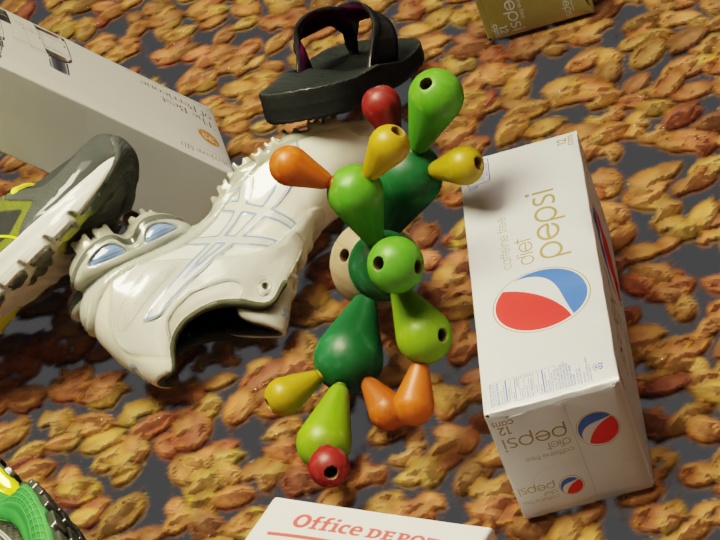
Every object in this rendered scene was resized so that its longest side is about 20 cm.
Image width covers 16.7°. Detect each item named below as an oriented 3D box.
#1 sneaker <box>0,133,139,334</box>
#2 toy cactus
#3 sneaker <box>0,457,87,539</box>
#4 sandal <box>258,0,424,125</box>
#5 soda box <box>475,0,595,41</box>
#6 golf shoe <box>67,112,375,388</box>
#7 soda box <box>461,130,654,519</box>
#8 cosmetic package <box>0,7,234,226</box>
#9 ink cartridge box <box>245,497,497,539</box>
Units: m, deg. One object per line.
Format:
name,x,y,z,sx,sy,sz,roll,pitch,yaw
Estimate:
sneaker,-0.205,-0.012,1.287,0.200,0.074,0.085,-41,78,8
toy cactus,0.000,0.000,1.188,0.102,0.200,0.165,7,2,-3
sneaker,-0.171,0.143,1.138,0.085,0.078,0.200,-42,29,-15
sandal,-0.009,-0.122,1.361,0.075,0.048,0.200,-10,11,10
soda box,0.096,-0.222,1.481,0.068,0.064,0.200,-15,35,10
golf shoe,-0.052,-0.005,1.285,0.200,0.078,0.097,-31,63,-16
soda box,0.090,0.021,1.150,0.064,0.068,0.200,-15,35,10
cosmetic package,-0.169,-0.093,1.345,0.051,0.200,0.083,-54,30,22
ink cartridge box,-0.010,0.163,1.015,0.116,0.067,0.200,4,42,34
